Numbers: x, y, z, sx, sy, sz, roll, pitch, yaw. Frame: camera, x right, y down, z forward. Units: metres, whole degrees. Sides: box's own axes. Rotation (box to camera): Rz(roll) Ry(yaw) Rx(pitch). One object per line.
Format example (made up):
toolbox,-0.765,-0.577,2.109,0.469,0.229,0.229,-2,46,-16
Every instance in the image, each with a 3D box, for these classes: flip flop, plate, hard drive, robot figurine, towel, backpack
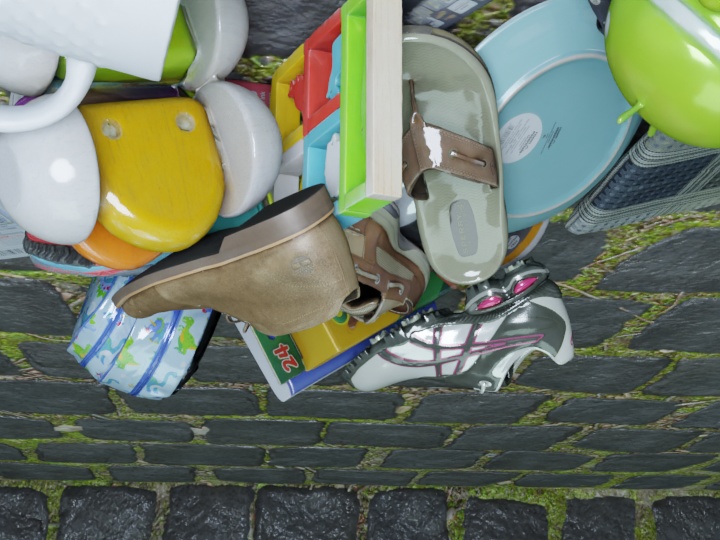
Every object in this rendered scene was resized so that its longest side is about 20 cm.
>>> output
flip flop,0.054,-0.066,0.717,0.079,0.058,0.203,-7,125,13
plate,0.132,-0.099,0.776,0.197,0.026,0.202,-19,139,-17
hard drive,-0.029,0.014,0.960,0.199,0.133,0.025,-26,173,-45
robot figurine,0.210,-0.150,0.570,0.201,0.116,0.175,-50,157,18
towel,0.285,-0.094,0.894,0.196,0.035,0.193,-12,161,-16
backpack,-0.181,0.016,0.993,0.151,0.204,0.162,13,158,-29

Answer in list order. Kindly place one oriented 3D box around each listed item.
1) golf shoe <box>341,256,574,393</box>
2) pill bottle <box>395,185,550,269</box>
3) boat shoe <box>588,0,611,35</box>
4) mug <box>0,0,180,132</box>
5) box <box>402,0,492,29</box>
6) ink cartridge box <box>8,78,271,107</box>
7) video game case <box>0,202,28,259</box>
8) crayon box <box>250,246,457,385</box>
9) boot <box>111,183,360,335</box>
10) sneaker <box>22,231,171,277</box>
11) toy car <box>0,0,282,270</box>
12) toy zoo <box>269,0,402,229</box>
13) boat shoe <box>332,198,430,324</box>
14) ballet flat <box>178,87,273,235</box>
golf shoe,0.075,0.066,0.884,0.198,0.089,0.077,-27,177,23
pill bottle,0.055,-0.078,0.855,0.115,0.119,0.198,-17,154,40
boat shoe,0.180,-0.174,0.699,0.062,0.074,0.200,24,174,30
mug,-0.168,-0.163,0.524,0.172,0.148,0.203,14,115,-12
box,0.049,-0.211,0.591,0.159,0.050,0.198,12,158,-39
ink cartridge box,-0.174,-0.091,0.867,0.196,0.087,0.146,4,160,-16
video game case,-0.403,-0.057,1.019,0.196,0.046,0.181,-6,161,15
crayon box,-0.017,-0.001,0.922,0.199,0.128,0.051,-27,176,-45
boot,-0.082,0.013,0.682,0.198,0.076,0.074,-16,-163,42
sneaker,-0.150,-0.006,0.820,0.196,0.080,0.097,0,138,-2
toy car,-0.156,-0.099,0.680,0.173,0.204,0.149,-11,171,-37
toy zoo,-0.026,-0.086,0.704,0.020,0.134,0.199,6,167,-24
boat shoe,0.000,0.000,0.809,0.074,0.073,0.200,15,165,22
ballet flat,-0.109,-0.084,0.766,0.067,0.201,0.067,-42,165,17
